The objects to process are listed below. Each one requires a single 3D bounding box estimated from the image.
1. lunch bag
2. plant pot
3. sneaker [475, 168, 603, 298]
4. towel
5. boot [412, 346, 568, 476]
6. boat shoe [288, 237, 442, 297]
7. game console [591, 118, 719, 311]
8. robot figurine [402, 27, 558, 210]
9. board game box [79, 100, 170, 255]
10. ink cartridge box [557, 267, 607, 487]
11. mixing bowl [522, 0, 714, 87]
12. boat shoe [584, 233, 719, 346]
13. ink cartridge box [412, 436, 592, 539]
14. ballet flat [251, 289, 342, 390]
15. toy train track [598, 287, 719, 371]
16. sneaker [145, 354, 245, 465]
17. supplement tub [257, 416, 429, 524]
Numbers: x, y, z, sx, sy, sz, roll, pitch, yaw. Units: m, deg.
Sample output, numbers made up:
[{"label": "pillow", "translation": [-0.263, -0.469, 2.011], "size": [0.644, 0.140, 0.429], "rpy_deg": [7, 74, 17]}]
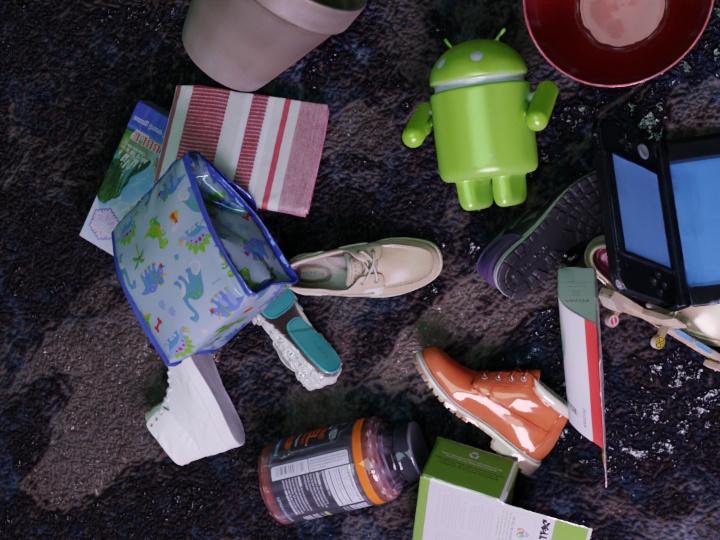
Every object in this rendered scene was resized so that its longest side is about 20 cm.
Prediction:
[{"label": "lunch bag", "translation": [-0.200, -0.016, 1.317], "size": [0.170, 0.127, 0.200], "rpy_deg": [-40, 79, 28]}, {"label": "plant pot", "translation": [-0.120, -0.315, 1.302], "size": [0.200, 0.200, 0.174], "rpy_deg": [49, 124, 7]}, {"label": "sneaker", "translation": [0.214, -0.059, 1.269], "size": [0.200, 0.088, 0.076], "rpy_deg": [-39, 119, -6]}, {"label": "towel", "translation": [-0.147, -0.151, 1.362], "size": [0.199, 0.023, 0.145], "rpy_deg": [10, 78, 8]}, {"label": "boot", "translation": [0.159, 0.140, 1.311], "size": [0.200, 0.075, 0.107], "rpy_deg": [39, 102, 1]}, {"label": "boat shoe", "translation": [0.000, 0.000, 1.340], "size": [0.199, 0.065, 0.072], "rpy_deg": [-4, 93, 10]}, {"label": "game console", "translation": [0.350, -0.069, 1.173], "size": [0.116, 0.175, 0.201], "rpy_deg": [-24, 60, 42]}, {"label": "robot figurine", "translation": [0.141, -0.172, 1.258], "size": [0.175, 0.116, 0.201], "rpy_deg": [-5, 94, 29]}, {"label": "board game box", "translation": [-0.239, -0.086, 1.421], "size": [0.200, 0.041, 0.200], "rpy_deg": [29, 103, 12]}, {"label": "ink cartridge box", "translation": [0.240, 0.111, 1.189], "size": [0.050, 0.200, 0.162], "rpy_deg": [-3, 117, 14]}, {"label": "mixing bowl", "translation": [0.284, -0.300, 1.206], "size": [0.199, 0.108, 0.201], "rpy_deg": [2, 97, 16]}, {"label": "boat shoe", "translation": [0.340, 0.027, 1.241], "size": [0.200, 0.069, 0.074], "rpy_deg": [29, 103, 13]}, {"label": "ink cartridge box", "translation": [0.168, 0.299, 1.289], "size": [0.199, 0.076, 0.148], "rpy_deg": [14, 126, 15]}, {"label": "ballet flat", "translation": [-0.103, 0.069, 1.386], "size": [0.072, 0.072, 0.200], "rpy_deg": [-38, 82, 17]}, {"label": "toy train track", "translation": [0.334, 0.075, 1.206], "size": [0.200, 0.115, 0.033], "rpy_deg": [27, 87, -27]}, {"label": "sneaker", "translation": [-0.242, 0.155, 1.429], "size": [0.115, 0.074, 0.201], "rpy_deg": [-23, 90, 15]}, {"label": "supplement tub", "translation": [-0.019, 0.242, 1.353], "size": [0.199, 0.107, 0.107], "rpy_deg": [-17, 90, 17]}]
